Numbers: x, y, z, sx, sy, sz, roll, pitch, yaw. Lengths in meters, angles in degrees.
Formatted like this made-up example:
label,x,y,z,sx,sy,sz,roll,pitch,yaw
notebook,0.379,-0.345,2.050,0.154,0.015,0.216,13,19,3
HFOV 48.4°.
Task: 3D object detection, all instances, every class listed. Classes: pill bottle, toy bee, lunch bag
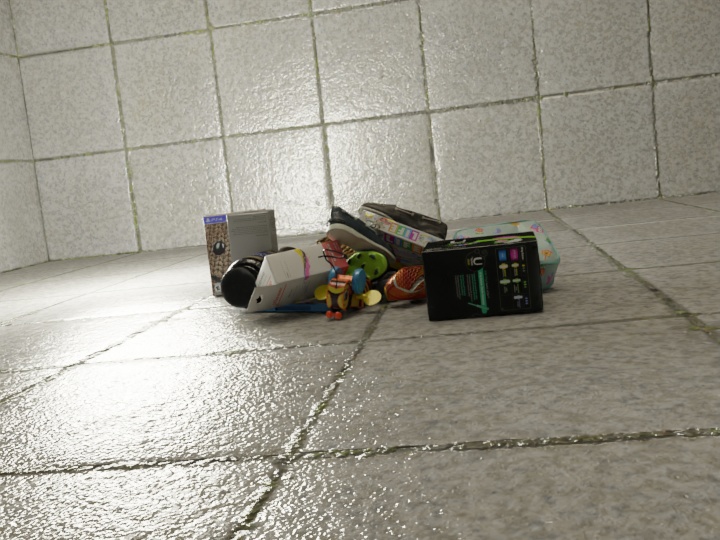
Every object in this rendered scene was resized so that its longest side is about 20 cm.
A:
label,x,y,z,sx,sy,sz,roll,pitch,yaw
pill bottle,-0.231,0.022,1.760,0.110,0.114,0.200,-5,7,13
toy bee,-0.040,0.044,1.524,0.130,0.110,0.199,-1,-18,42
lunch bag,0.284,-0.027,1.577,0.197,0.078,0.161,-7,38,-10

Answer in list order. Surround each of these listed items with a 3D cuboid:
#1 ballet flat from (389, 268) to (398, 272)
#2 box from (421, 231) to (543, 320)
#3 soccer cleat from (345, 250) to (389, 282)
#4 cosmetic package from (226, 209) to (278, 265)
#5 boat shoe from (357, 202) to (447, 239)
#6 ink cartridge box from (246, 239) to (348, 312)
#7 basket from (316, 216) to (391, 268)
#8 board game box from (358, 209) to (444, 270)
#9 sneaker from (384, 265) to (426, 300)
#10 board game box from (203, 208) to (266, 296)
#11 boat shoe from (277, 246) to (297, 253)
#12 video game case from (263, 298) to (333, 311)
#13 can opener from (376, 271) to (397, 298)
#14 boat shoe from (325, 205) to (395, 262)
label,x,y,z,sx,sy,sz,roll,pitch,yaw
ballet flat,0.136,0.005,1.881,0.197,0.057,0.067,-11,20,19
box,0.216,0.007,1.413,0.197,0.126,0.149,-6,8,10
soccer cleat,0.000,0.000,1.669,0.080,0.068,0.199,-8,-8,-43
cosmetic package,-0.252,-0.039,1.911,0.106,0.203,0.085,-3,9,5
boat shoe,0.093,-0.106,1.719,0.198,0.057,0.067,24,-29,8
ink cartridge box,-0.135,0.013,1.588,0.198,0.068,0.117,-14,-24,-25
basket,-0.008,-0.012,1.879,0.142,0.150,0.199,33,40,24
board game box,0.089,-0.048,1.720,0.198,0.034,0.135,21,-28,11
sneaker,0.134,0.023,1.597,0.198,0.074,0.077,1,-24,-30
board game box,-0.306,-0.048,2.036,0.157,0.203,0.097,-7,7,-5
boat shoe,-0.129,-0.012,1.929,0.073,0.076,0.199,5,-7,32
video game case,-0.100,0.064,1.683,0.198,0.018,0.143,-2,8,34
can opener,0.129,0.028,1.647,0.197,0.054,0.067,-7,20,-2
boat shoe,0.004,-0.070,1.643,0.074,0.063,0.199,-19,-33,42
